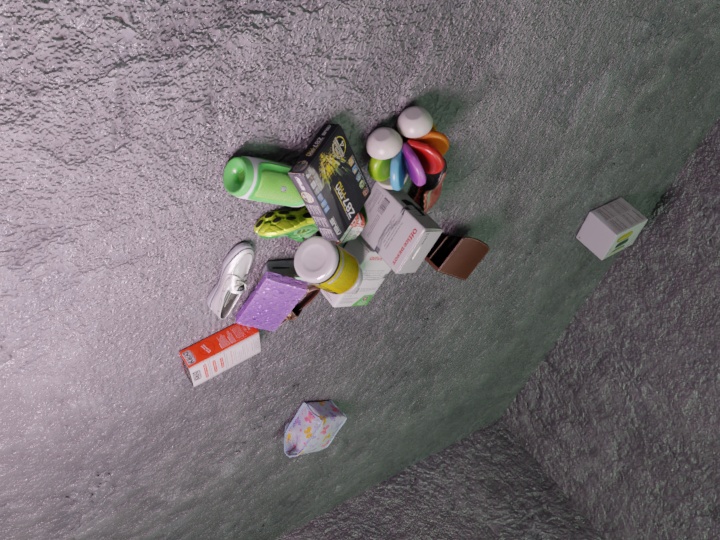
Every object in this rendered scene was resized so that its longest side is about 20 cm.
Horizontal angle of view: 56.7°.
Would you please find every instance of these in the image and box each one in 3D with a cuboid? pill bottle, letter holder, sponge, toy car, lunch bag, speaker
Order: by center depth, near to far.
[{"bbox_3d":[-0.184,-0.182,1.382,0.200,0.088,0.088,3,129,-51],"label":"speaker"},{"bbox_3d":[0.117,-0.263,1.553,0.200,0.150,0.175,-35,150,-9],"label":"toy car"},{"bbox_3d":[-0.070,-0.004,1.627,0.112,0.112,0.200,-44,153,7],"label":"pill bottle"},{"bbox_3d":[-0.224,0.081,1.663,0.111,0.030,0.200,15,137,-27],"label":"sponge"},{"bbox_3d":[0.297,-0.066,2.078,0.142,0.101,0.200,-52,149,15],"label":"letter holder"},{"bbox_3d":[-0.174,0.565,2.357,0.170,0.127,0.200,10,114,-56],"label":"lunch bag"}]

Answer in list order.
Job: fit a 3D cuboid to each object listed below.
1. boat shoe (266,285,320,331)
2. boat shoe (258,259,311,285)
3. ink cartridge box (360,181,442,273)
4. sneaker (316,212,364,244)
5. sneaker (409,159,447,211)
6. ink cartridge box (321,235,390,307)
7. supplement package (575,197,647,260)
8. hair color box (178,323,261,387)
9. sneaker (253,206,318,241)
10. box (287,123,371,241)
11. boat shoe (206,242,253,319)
[{"bbox_3d":[-0.187,0.095,1.766,0.200,0.070,0.070,-48,151,15],"label":"boat shoe"},{"bbox_3d":[-0.169,0.011,1.689,0.200,0.072,0.062,4,142,-39],"label":"boat shoe"},{"bbox_3d":[0.090,-0.108,1.678,0.083,0.200,0.147,-3,134,-47],"label":"ink cartridge box"},{"bbox_3d":[-0.033,-0.142,1.629,0.108,0.067,0.202,-17,146,-37],"label":"sneaker"},{"bbox_3d":[0.185,-0.232,1.776,0.087,0.074,0.200,-33,156,-41],"label":"sneaker"},{"bbox_3d":[0.000,0.000,1.836,0.146,0.084,0.200,1,131,-50],"label":"ink cartridge box"},{"bbox_3d":[1.022,-0.171,2.717,0.200,0.151,0.152,-23,147,-28],"label":"supplement package"},{"bbox_3d":[-0.360,0.211,1.729,0.200,0.061,0.102,-27,148,-24],"label":"hair color box"},{"bbox_3d":[-0.153,-0.097,1.541,0.200,0.074,0.084,-16,138,-37],"label":"sneaker"},{"bbox_3d":[-0.061,-0.188,1.434,0.161,0.049,0.200,-56,139,-28],"label":"box"},{"bbox_3d":[-0.291,0.028,1.557,0.073,0.067,0.200,-5,135,-46],"label":"boat shoe"}]
